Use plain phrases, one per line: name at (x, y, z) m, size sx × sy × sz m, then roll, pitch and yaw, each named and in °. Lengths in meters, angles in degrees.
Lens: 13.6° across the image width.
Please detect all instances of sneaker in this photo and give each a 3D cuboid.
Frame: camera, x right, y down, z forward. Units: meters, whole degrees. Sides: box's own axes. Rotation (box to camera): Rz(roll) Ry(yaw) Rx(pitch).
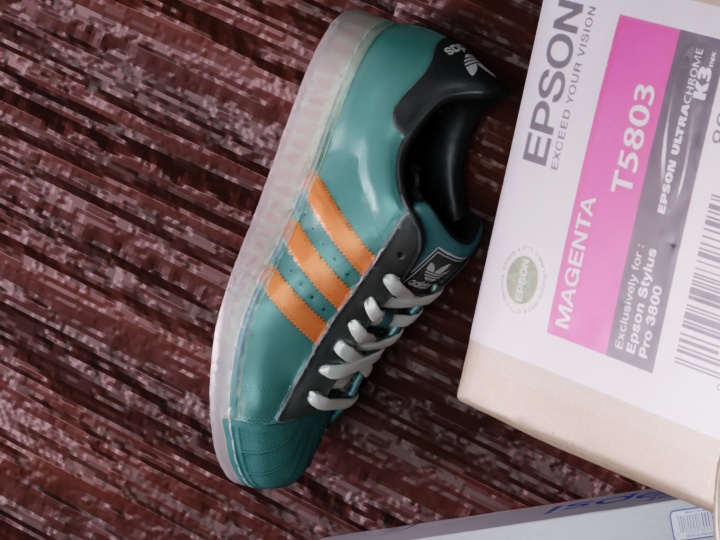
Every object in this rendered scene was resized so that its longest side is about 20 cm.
sneaker at (0.000, 0.000, 1.213) m, size 0.080 × 0.071 × 0.201 m, roll 20°, pitch 98°, yaw 25°

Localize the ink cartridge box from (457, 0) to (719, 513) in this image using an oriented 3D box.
ink cartridge box at (0.129, -0.022, 1.122) m, size 0.164 × 0.075 × 0.201 m, roll 20°, pitch 101°, yaw 50°

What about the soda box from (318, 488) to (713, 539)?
soda box at (0.067, 0.127, 1.192) m, size 0.199 × 0.068 × 0.064 m, roll -11°, pitch 90°, yaw 23°

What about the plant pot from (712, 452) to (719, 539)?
plant pot at (0.214, 0.066, 0.936) m, size 0.199 × 0.184 × 0.202 m, roll -1°, pitch 78°, yaw 3°
